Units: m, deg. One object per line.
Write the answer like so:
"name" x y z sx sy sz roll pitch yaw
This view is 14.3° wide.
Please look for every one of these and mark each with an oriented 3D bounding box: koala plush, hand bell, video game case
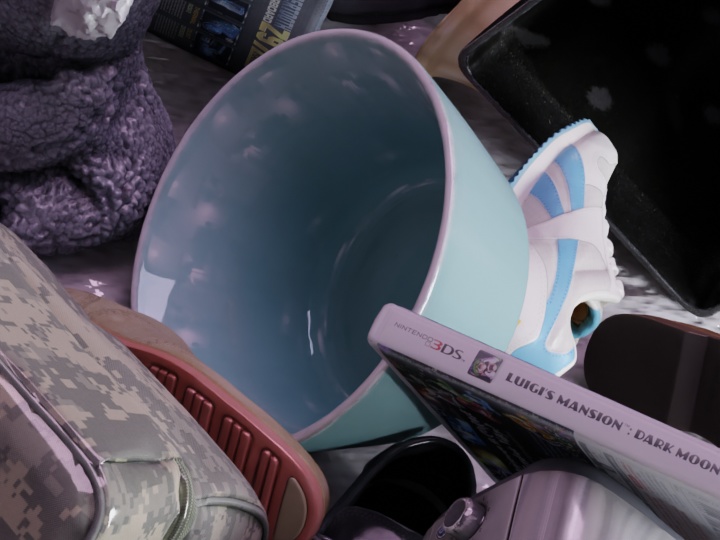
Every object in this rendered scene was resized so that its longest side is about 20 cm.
"koala plush" -0.146 -0.122 1.343 0.184 0.200 0.177 20 33 -11
"hand bell" 0.132 -0.077 1.606 0.200 0.104 0.104 47 36 7
"video game case" 0.110 0.088 1.217 0.182 0.023 0.200 23 -12 26

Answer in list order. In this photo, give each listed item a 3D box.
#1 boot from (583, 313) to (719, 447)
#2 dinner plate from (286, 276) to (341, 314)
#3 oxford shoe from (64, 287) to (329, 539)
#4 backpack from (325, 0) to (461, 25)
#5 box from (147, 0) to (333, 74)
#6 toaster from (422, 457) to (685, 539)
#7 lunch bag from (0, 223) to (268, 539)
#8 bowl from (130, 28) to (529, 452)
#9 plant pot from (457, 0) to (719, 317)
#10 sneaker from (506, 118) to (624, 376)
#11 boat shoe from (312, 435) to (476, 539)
"boot" 0.211 0.069 1.422 0.200 0.074 0.075 26 15 38
"dinner plate" 0.010 -0.022 1.479 0.200 0.024 0.200 18 35 -13
"oxford shoe" -0.081 0.055 1.244 0.200 0.071 0.074 33 27 29
"backpack" -0.005 -0.213 1.627 0.126 0.167 0.200 14 27 28
"box" -0.083 -0.176 1.475 0.158 0.200 0.051 26 70 -2
"toaster" 0.098 0.183 1.155 0.200 0.114 0.129 42 44 -18
"lunch bag" -0.141 0.072 1.141 0.200 0.139 0.168 46 20 21
"bowl" 0.000 0.000 1.315 0.105 0.201 0.201 23 28 -42
"plant pot" 0.211 -0.130 1.529 0.200 0.200 0.177 46 47 -8
"sneaker" 0.092 -0.006 1.440 0.081 0.077 0.200 40 37 -3
"boat shoe" 0.001 0.135 1.224 0.075 0.062 0.200 32 35 3
